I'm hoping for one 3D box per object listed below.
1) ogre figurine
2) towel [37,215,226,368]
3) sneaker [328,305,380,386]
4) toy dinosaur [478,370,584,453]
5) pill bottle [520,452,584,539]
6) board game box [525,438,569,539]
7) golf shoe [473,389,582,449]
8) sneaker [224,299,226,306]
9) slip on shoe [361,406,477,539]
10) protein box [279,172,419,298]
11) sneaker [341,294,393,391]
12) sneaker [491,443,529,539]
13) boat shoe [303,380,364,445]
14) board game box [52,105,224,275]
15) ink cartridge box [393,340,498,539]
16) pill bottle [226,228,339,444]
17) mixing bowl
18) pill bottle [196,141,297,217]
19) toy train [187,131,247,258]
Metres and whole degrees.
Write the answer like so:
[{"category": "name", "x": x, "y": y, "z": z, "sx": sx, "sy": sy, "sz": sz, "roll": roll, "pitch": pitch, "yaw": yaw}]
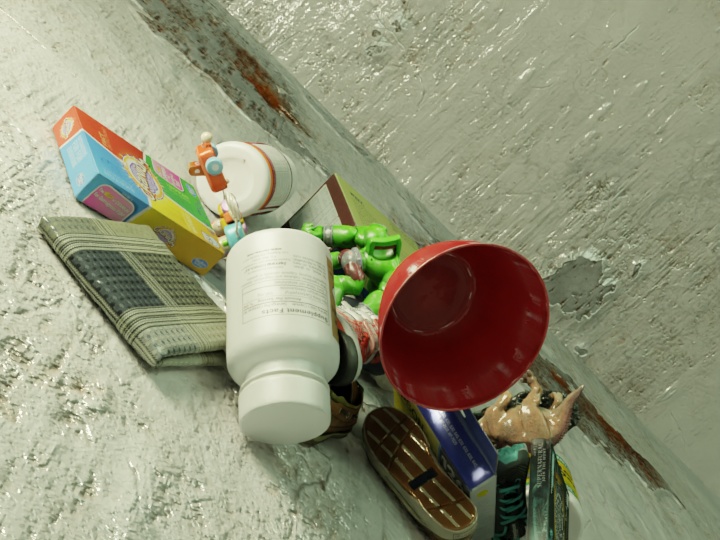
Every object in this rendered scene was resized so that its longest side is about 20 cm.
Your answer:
[{"category": "ogre figurine", "x": 0.000, "y": 0.000, "z": 1.425, "sx": 0.200, "sy": 0.120, "sz": 0.098, "roll": -124, "pitch": -158, "yaw": -61}, {"category": "towel", "x": -0.217, "y": 0.023, "z": 1.068, "sx": 0.193, "sy": 0.035, "sz": 0.200, "roll": 46, "pitch": 14, "yaw": 14}, {"category": "sneaker", "x": -0.008, "y": 0.080, "z": 1.179, "sx": 0.108, "sy": 0.067, "sz": 0.201, "roll": 12, "pitch": 9, "yaw": -25}, {"category": "toy dinosaur", "x": 0.212, "y": 0.217, "z": 1.403, "sx": 0.136, "sy": 0.200, "sz": 0.086, "roll": -85, "pitch": 151, "yaw": -42}, {"category": "pill bottle", "x": 0.248, "y": 0.316, "z": 1.491, "sx": 0.113, "sy": 0.113, "sz": 0.200, "roll": 45, "pitch": 11, "yaw": -7}, {"category": "board game box", "x": 0.226, "y": 0.322, "z": 1.268, "sx": 0.135, "sy": 0.028, "sz": 0.200, "roll": 65, "pitch": 26, "yaw": -42}, {"category": "golf shoe", "x": 0.220, "y": 0.220, "z": 1.539, "sx": 0.094, "sy": 0.200, "sz": 0.078, "roll": 43, "pitch": 34, "yaw": -82}, {"category": "sneaker", "x": -0.083, "y": 0.040, "z": 1.311, "sx": 0.079, "sy": 0.089, "sz": 0.200, "roll": 51, "pitch": 13, "yaw": 17}, {"category": "slip on shoe", "x": 0.066, "y": 0.245, "z": 1.237, "sx": 0.200, "sy": 0.076, "sz": 0.061, "roll": 45, "pitch": -31, "yaw": 36}, {"category": "protein box", "x": -0.003, "y": -0.011, "z": 1.645, "sx": 0.198, "sy": 0.135, "sz": 0.200, "roll": 40, "pitch": 14, "yaw": -27}, {"category": "sneaker", "x": 0.012, "y": 0.091, "z": 1.493, "sx": 0.199, "sy": 0.079, "sz": 0.130, "roll": 18, "pitch": 37, "yaw": -46}, {"category": "sneaker", "x": 0.185, "y": 0.286, "z": 1.312, "sx": 0.200, "sy": 0.077, "sz": 0.091, "roll": 87, "pitch": -17, "yaw": -56}, {"category": "boat shoe", "x": -0.025, "y": 0.149, "z": 1.203, "sx": 0.072, "sy": 0.068, "sz": 0.200, "roll": 46, "pitch": 11, "yaw": 4}, {"category": "board game box", "x": -0.262, "y": -0.093, "z": 1.247, "sx": 0.200, "sy": 0.040, "sz": 0.153, "roll": 35, "pitch": 16, "yaw": -43}, {"category": "ink cartridge box", "x": 0.099, "y": 0.206, "z": 1.278, "sx": 0.198, "sy": 0.047, "sz": 0.200, "roll": 57, "pitch": -15, "yaw": 38}, {"category": "pill bottle", "x": -0.079, "y": 0.067, "z": 1.068, "sx": 0.114, "sy": 0.114, "sz": 0.200, "roll": 35, "pitch": 38, "yaw": -42}, {"category": "mixing bowl", "x": 0.099, "y": 0.045, "z": 1.181, "sx": 0.200, "sy": 0.200, "sz": 0.108, "roll": 40, "pitch": 5, "yaw": -28}, {"category": "pill bottle", "x": -0.162, "y": -0.136, "z": 1.569, "sx": 0.110, "sy": 0.110, "sz": 0.200, "roll": 47, "pitch": 12, "yaw": 3}, {"category": "toy train", "x": -0.185, "y": -0.081, "z": 1.354, "sx": 0.200, "sy": 0.056, "sz": 0.150, "roll": -117, "pitch": -173, "yaw": -57}]
